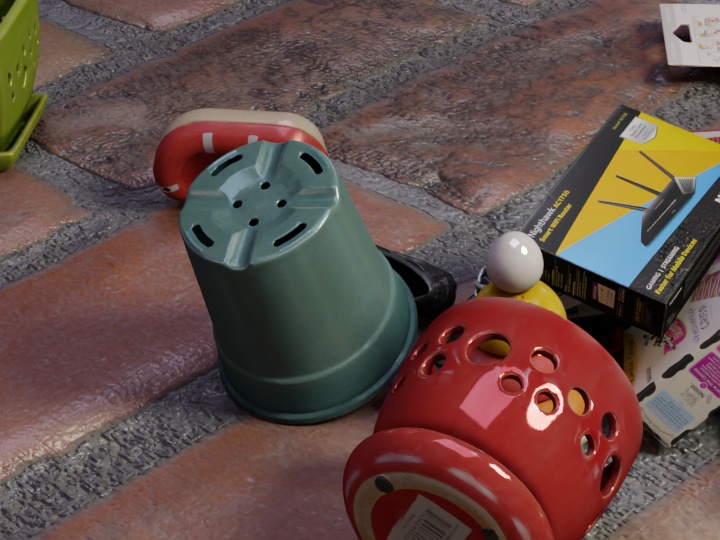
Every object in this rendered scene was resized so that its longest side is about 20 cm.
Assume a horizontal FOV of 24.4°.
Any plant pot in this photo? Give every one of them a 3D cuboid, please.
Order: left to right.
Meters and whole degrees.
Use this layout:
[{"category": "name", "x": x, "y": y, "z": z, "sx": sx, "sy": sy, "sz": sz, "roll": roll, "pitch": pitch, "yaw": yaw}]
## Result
[{"category": "plant pot", "x": -0.494, "y": -0.229, "z": 2.029, "sx": 0.197, "sy": 0.183, "sz": 0.201, "roll": -2, "pitch": 31, "yaw": 7}, {"category": "plant pot", "x": -0.065, "y": -0.001, "z": 1.510, "sx": 0.198, "sy": 0.197, "sz": 0.201, "roll": -10, "pitch": 47, "yaw": 11}, {"category": "plant pot", "x": 0.099, "y": 0.152, "z": 1.294, "sx": 0.199, "sy": 0.202, "sz": 0.183, "roll": 11, "pitch": 43, "yaw": 26}]

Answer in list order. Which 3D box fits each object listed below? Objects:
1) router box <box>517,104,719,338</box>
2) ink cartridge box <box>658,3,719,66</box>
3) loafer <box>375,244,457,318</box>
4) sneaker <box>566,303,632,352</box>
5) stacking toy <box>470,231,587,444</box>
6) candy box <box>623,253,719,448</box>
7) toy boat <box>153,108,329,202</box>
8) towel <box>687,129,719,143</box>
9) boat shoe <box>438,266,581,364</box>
[{"category": "router box", "x": 0.246, "y": -0.047, "z": 1.467, "sx": 0.148, "sy": 0.051, "sz": 0.200, "roll": 25, "pitch": 53, "yaw": 23}, {"category": "ink cartridge box", "x": 0.467, "y": -0.281, "z": 2.087, "sx": 0.174, "sy": 0.045, "sz": 0.201, "roll": 0, "pitch": 31, "yaw": 7}, {"category": "loafer", "x": 0.000, "y": 0.000, "z": 1.663, "sx": 0.199, "sy": 0.069, "sz": 0.070, "roll": 14, "pitch": -3, "yaw": 27}, {"category": "sneaker", "x": 0.252, "y": 0.034, "z": 1.576, "sx": 0.198, "sy": 0.071, "sz": 0.094, "roll": -7, "pitch": 36, "yaw": 3}, {"category": "stacking toy", "x": 0.134, "y": 0.053, "z": 1.438, "sx": 0.145, "sy": 0.202, "sz": 0.147, "roll": -4, "pitch": 30, "yaw": 2}, {"category": "candy box", "x": 0.317, "y": 0.044, "z": 1.439, "sx": 0.200, "sy": 0.061, "sz": 0.137, "roll": -44, "pitch": 14, "yaw": 25}, {"category": "toy boat", "x": -0.134, "y": -0.096, "z": 1.836, "sx": 0.198, "sy": 0.131, "sz": 0.132, "roll": 4, "pitch": 61, "yaw": 15}, {"category": "towel", "x": 0.380, "y": -0.104, "z": 1.835, "sx": 0.143, "sy": 0.023, "sz": 0.200, "roll": -2, "pitch": 30, "yaw": 11}, {"category": "boat shoe", "x": 0.136, "y": 0.020, "z": 1.546, "sx": 0.199, "sy": 0.068, "sz": 0.072, "roll": -27, "pitch": 27, "yaw": 28}]
